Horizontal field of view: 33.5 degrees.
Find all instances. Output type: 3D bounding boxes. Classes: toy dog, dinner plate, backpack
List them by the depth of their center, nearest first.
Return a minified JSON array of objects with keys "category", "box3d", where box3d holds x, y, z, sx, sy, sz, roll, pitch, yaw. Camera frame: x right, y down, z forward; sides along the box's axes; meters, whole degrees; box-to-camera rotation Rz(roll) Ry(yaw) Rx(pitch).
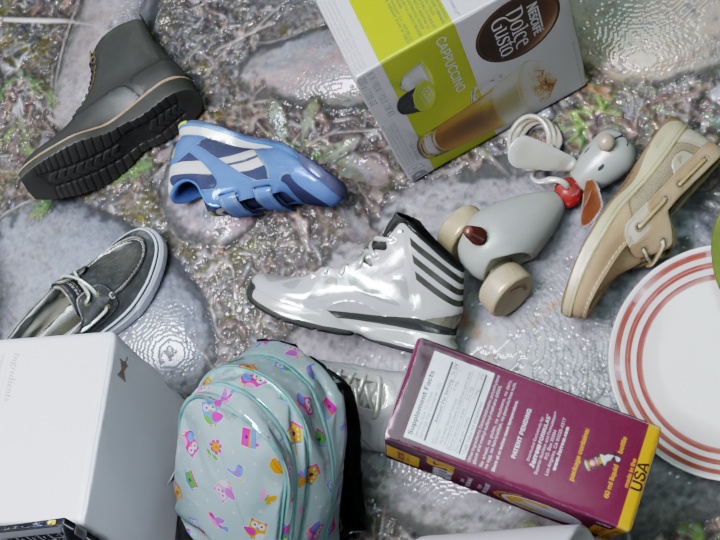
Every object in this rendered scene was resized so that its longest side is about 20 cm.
[{"category":"backpack","box3d":[-0.078,0.162,0.977,0.165,0.126,0.202,19,119,20]},{"category":"dinner plate","box3d":[0.306,0.075,0.988,0.197,0.024,0.203,-6,70,15]},{"category":"toy dog","box3d":[0.149,-0.061,1.047,0.131,0.096,0.201,27,80,24]}]

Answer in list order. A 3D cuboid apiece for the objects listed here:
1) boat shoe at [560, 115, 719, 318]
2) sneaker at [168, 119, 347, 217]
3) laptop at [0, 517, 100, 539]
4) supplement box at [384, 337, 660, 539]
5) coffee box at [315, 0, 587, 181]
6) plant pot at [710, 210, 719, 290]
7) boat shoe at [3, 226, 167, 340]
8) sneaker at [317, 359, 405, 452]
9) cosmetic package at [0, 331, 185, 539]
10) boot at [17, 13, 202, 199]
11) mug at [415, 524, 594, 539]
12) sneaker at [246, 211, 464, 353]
[{"category":"boat shoe","box3d":[0.241,-0.037,1.023,0.064,0.071,0.201,32,83,15]},{"category":"sneaker","box3d":[-0.102,-0.083,1.150,0.198,0.074,0.083,16,77,29]},{"category":"laptop","box3d":[-0.211,0.288,0.947,0.198,0.188,0.117,-11,52,25]},{"category":"supplement box","box3d":[0.123,0.137,0.949,0.198,0.110,0.087,20,75,8]},{"category":"coffee box","box3d":[0.069,-0.245,1.084,0.196,0.200,0.202,-27,64,5]},{"category":"plant pot","box3d":[0.377,-0.058,0.906,0.197,0.191,0.203,-4,61,8]},{"category":"boat shoe","box3d":[-0.267,0.034,1.155,0.072,0.071,0.200,38,84,26]},{"category":"sneaker","box3d":[-0.016,0.114,1.044,0.197,0.080,0.071,2,69,17]},{"category":"cosmetic package","box3d":[-0.279,0.167,1.047,0.197,0.168,0.168,-5,61,16]},{"category":"boot","box3d":[-0.277,-0.171,1.242,0.198,0.078,0.139,-29,60,-10]},{"category":"mug","box3d":[0.093,0.284,0.914,0.151,0.150,0.189,-1,63,25]},{"category":"sneaker","box3d":[0.000,0.000,1.066,0.198,0.076,0.117,12,95,12]}]
